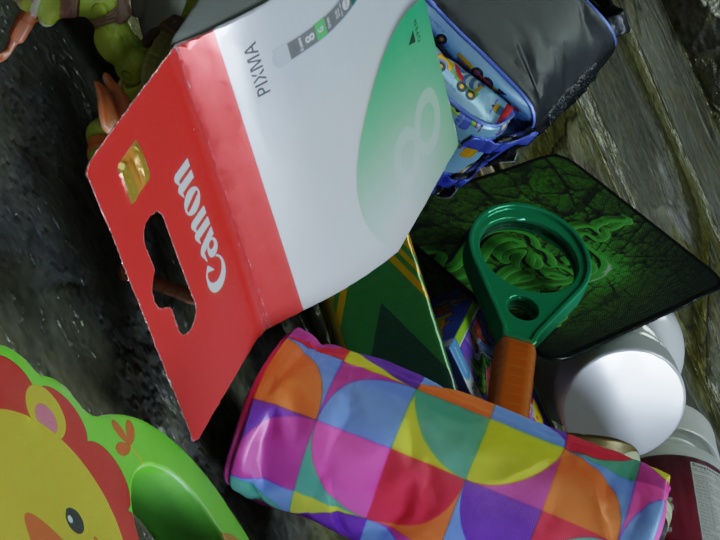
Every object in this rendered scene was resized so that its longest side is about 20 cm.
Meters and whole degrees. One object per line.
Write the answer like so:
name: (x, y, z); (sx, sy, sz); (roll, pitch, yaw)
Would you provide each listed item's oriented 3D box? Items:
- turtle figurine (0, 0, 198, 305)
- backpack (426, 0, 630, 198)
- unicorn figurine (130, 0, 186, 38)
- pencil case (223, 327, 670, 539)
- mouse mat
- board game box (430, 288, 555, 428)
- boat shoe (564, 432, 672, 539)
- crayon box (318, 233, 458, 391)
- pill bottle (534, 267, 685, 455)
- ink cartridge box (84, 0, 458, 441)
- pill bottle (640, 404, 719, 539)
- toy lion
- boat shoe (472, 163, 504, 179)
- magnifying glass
turtle figurine: (-0.075, -0.096, 0.775); (0.200, 0.064, 0.162); (51, 57, -28)
backpack: (0.020, -0.125, 1.028); (0.183, 0.200, 0.135); (45, 62, -6)
unicorn figurine: (-0.092, -0.134, 0.857); (0.201, 0.073, 0.137); (62, 19, -16)
pencil case: (0.039, 0.097, 0.807); (0.199, 0.089, 0.088); (23, 19, 7)
mouse mat: (0.126, -0.014, 1.182); (0.199, 0.008, 0.161); (-20, 52, -44)
board game box: (0.087, 0.120, 1.119); (0.201, 0.045, 0.135); (64, 19, -11)
boat shoe: (0.136, 0.146, 1.063); (0.200, 0.073, 0.065); (49, 51, -62)
crayon box: (0.000, 0.000, 0.926); (0.127, 0.050, 0.201); (96, -24, -83)
pill bottle: (0.155, 0.040, 1.239); (0.112, 0.111, 0.200); (59, 9, -26)
ink cartridge box: (-0.027, -0.050, 0.756); (0.161, 0.050, 0.201); (74, 33, -44)
pill bottle: (0.217, 0.192, 1.298); (0.110, 0.109, 0.201); (55, 22, -33)
toy lion: (-0.094, 0.105, 0.622); (0.192, 0.068, 0.200); (59, 19, -4)
boat shoe: (0.075, -0.097, 1.294); (0.072, 0.065, 0.201); (37, 36, -57)
magnifying glass: (0.093, 0.032, 1.081); (0.201, 0.079, 0.022); (-77, -175, -48)
